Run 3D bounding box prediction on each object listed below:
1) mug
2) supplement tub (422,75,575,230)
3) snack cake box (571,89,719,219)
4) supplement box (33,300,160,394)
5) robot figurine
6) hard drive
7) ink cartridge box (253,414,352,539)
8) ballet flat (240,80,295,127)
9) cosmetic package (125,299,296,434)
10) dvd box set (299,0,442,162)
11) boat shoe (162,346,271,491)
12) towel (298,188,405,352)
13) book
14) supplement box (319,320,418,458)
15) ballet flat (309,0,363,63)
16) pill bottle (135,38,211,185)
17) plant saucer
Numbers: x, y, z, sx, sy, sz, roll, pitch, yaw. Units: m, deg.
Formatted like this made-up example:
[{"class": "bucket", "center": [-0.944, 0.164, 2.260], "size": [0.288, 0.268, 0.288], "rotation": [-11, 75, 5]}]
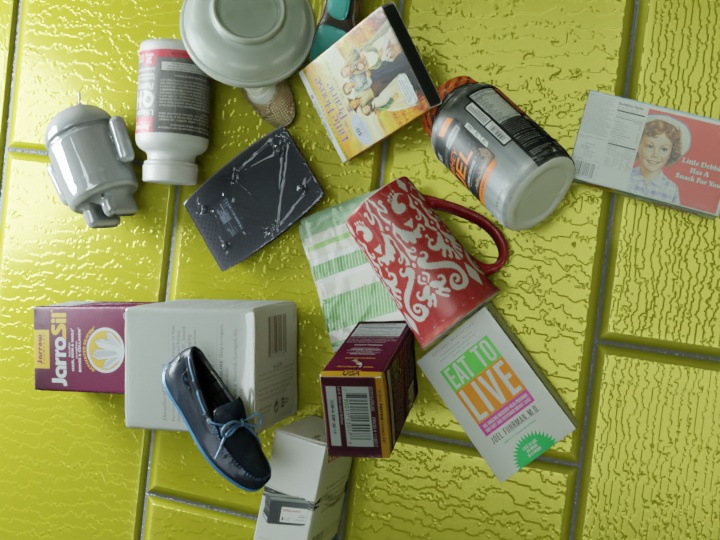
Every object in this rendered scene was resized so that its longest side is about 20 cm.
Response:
[{"class": "mug", "center": [0.091, -0.021, 1.238], "size": [0.202, 0.176, 0.133], "rotation": [53, 136, 8]}, {"class": "supplement tub", "center": [0.174, -0.158, 1.184], "size": [0.123, 0.122, 0.201], "rotation": [-48, 56, 12]}, {"class": "snack cake box", "center": [0.376, -0.149, 1.169], "size": [0.196, 0.067, 0.118], "rotation": [18, 95, 17]}, {"class": "supplement box", "center": [-0.389, 0.115, 1.392], "size": [0.195, 0.103, 0.134], "rotation": [-1, 91, 18]}, {"class": "robot figurine", "center": [-0.412, -0.167, 1.392], "size": [0.168, 0.112, 0.203], "rotation": [-28, 82, 22]}, {"class": "hard drive", "center": [-0.154, -0.105, 1.349], "size": [0.198, 0.042, 0.136], "rotation": [-35, 80, 14]}, {"class": "ink cartridge box", "center": [-0.078, 0.318, 1.272], "size": [0.082, 0.144, 0.205], "rotation": [13, 93, 17]}, {"class": "ballet flat", "center": [-0.165, -0.299, 1.340], "size": [0.070, 0.065, 0.202], "rotation": [-36, 80, 16]}, {"class": "cosmetic package", "center": [-0.208, 0.131, 1.293], "size": [0.195, 0.167, 0.171], "rotation": [0, 93, 18]}, {"class": "dvd box set", "center": [0.008, -0.250, 1.237], "size": [0.198, 0.029, 0.149], "rotation": [-23, 95, 50]}, {"class": "boat shoe", "center": [-0.178, 0.186, 1.146], "size": [0.200, 0.084, 0.069], "rotation": [48, 116, 7]}, {"class": "towel", "center": [0.000, 0.000, 1.312], "size": [0.150, 0.023, 0.204], "rotation": [-18, 83, 16]}, {"class": "book", "center": [0.185, 0.167, 1.246], "size": [0.133, 0.048, 0.201], "rotation": [-40, 81, 18]}, {"class": "supplement box", "center": [0.016, 0.151, 1.203], "size": [0.084, 0.200, 0.113], "rotation": [-1, 106, 15]}, {"class": "ballet flat", "center": [-0.023, -0.356, 1.285], "size": [0.067, 0.067, 0.202], "rotation": [29, 132, 11]}, {"class": "pill bottle", "center": [-0.278, -0.232, 1.352], "size": [0.108, 0.110, 0.205], "rotation": [3, 91, 17]}, {"class": "plant saucer", "center": [-0.160, -0.362, 1.299], "size": [0.195, 0.050, 0.205], "rotation": [3, 73, -8]}]
